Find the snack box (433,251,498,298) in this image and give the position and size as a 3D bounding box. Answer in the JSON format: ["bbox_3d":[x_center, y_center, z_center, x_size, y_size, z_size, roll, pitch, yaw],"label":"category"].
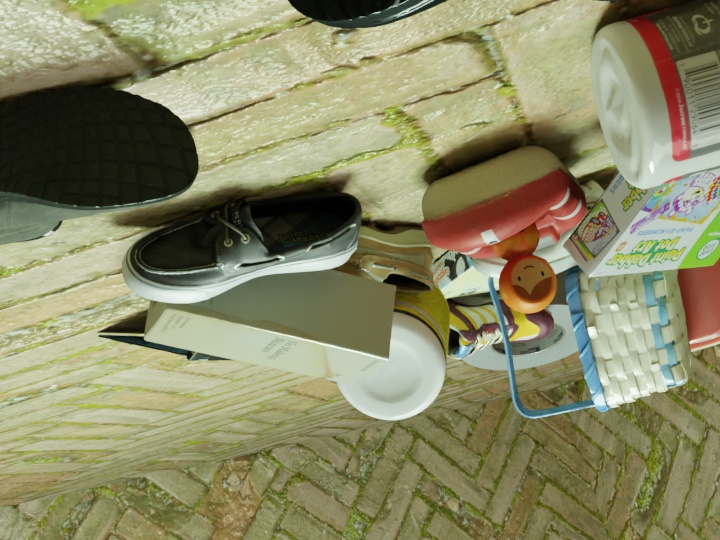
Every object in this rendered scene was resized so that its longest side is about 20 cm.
[{"bbox_3d":[0.156,-0.014,1.179,0.115,0.037,0.200,-8,165,-23],"label":"snack box"}]

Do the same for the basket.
[{"bbox_3d":[0.246,0.067,1.091,0.199,0.178,0.139,-9,-168,20],"label":"basket"}]

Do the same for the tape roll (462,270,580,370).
[{"bbox_3d":[0.227,0.068,1.412,0.199,0.067,0.201,-6,150,-4],"label":"tape roll"}]

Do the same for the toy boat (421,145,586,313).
[{"bbox_3d":[0.137,-0.026,0.903,0.130,0.132,0.200,-21,166,20],"label":"toy boat"}]

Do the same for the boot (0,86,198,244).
[{"bbox_3d":[-0.194,-0.051,0.604,0.198,0.068,0.131,-6,170,-7],"label":"boot"}]

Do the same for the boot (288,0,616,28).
[{"bbox_3d":[0.082,-0.156,0.456,0.197,0.074,0.162,-24,167,30],"label":"boot"}]

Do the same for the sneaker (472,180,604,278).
[{"bbox_3d":[0.205,-0.049,1.036,0.198,0.085,0.073,-13,-153,-13],"label":"sneaker"}]

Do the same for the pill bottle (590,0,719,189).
[{"bbox_3d":[0.261,-0.131,0.663,0.198,0.112,0.111,-15,167,1],"label":"pill bottle"}]

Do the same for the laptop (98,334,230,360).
[{"bbox_3d":[-0.144,0.040,1.121,0.200,0.116,0.187,-52,154,17],"label":"laptop"}]

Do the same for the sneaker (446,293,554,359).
[{"bbox_3d":[0.147,0.076,1.275,0.198,0.091,0.075,7,135,-4],"label":"sneaker"}]

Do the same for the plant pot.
[{"bbox_3d":[0.375,-0.001,1.176,0.199,0.179,0.201,-14,166,-4],"label":"plant pot"}]

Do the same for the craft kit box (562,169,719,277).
[{"bbox_3d":[0.297,-0.083,0.876,0.199,0.049,0.198,-5,140,-40],"label":"craft kit box"}]

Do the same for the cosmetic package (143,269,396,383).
[{"bbox_3d":[-0.080,0.037,0.898,0.199,0.074,0.104,15,156,-17],"label":"cosmetic package"}]

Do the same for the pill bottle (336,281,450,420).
[{"bbox_3d":[0.039,0.066,1.080,0.112,0.113,0.200,-19,-164,14],"label":"pill bottle"}]

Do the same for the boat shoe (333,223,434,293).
[{"bbox_3d":[0.000,0.000,0.973,0.199,0.077,0.072,-4,163,-38],"label":"boat shoe"}]

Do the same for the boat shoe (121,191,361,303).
[{"bbox_3d":[-0.088,-0.026,0.804,0.199,0.070,0.066,-7,147,-22],"label":"boat shoe"}]
